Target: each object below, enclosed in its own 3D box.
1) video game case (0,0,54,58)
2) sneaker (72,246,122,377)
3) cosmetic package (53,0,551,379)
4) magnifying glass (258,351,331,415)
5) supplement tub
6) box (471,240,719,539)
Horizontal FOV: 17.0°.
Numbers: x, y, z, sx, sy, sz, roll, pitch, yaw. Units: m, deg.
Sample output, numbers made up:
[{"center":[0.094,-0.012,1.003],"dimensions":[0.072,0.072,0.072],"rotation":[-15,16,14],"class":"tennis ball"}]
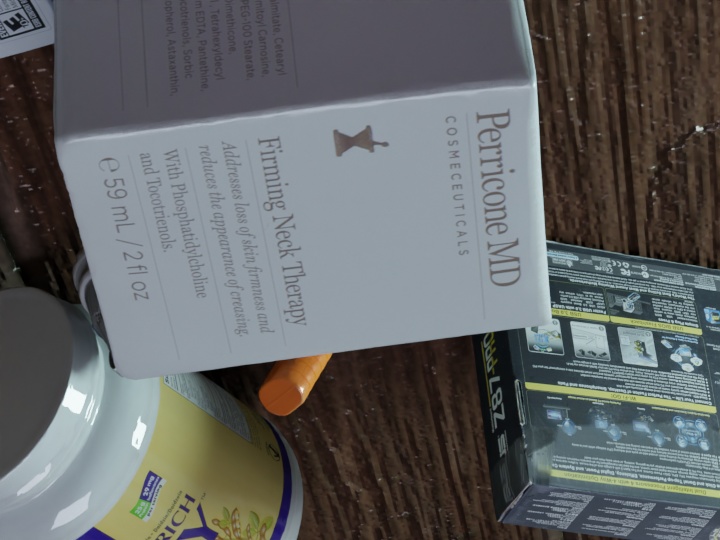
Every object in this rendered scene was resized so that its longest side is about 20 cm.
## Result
[{"center":[-0.245,-0.154,1.039],"dimensions":[0.181,0.046,0.200],"rotation":[-15,143,9],"class":"video game case"},{"center":[-0.053,-0.012,1.221],"dimensions":[0.200,0.082,0.075],"rotation":[-34,137,19],"class":"sneaker"},{"center":[-0.026,-0.075,1.074],"dimensions":[0.200,0.167,0.168],"rotation":[-7,140,1],"class":"cosmetic package"},{"center":[0.000,0.000,1.161],"dimensions":[0.022,0.200,0.080],"rotation":[44,132,-8],"class":"magnifying glass"},{"center":[-0.141,0.107,1.322],"dimensions":[0.145,0.146,0.200],"rotation":[-26,140,24],"class":"supplement tub"},{"center":[0.162,0.068,1.304],"dimensions":[0.200,0.161,0.049],"rotation":[8,141,-20],"class":"box"}]
